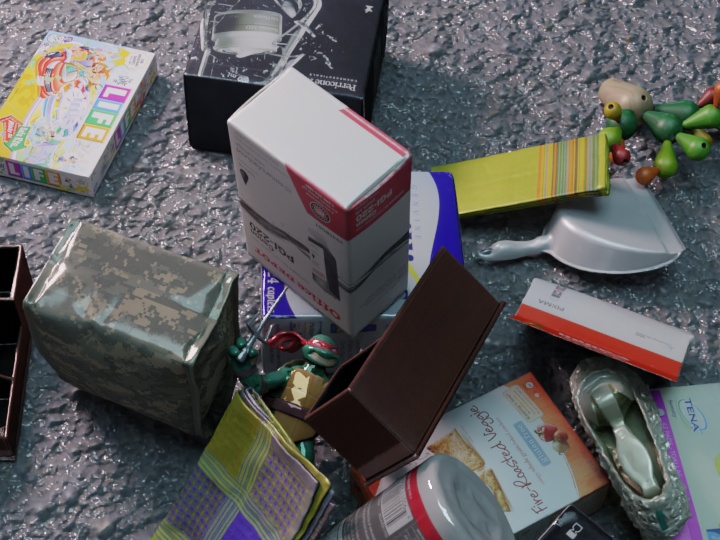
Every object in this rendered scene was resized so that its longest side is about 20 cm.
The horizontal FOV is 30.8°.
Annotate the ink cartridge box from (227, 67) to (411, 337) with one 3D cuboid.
[{"bbox_3d":[-0.033,-0.055,1.149,0.145,0.200,0.085,38,66,23],"label":"ink cartridge box"}]

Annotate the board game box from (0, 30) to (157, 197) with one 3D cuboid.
[{"bbox_3d":[-0.326,-0.180,1.469,0.133,0.034,0.201,13,53,7],"label":"board game box"}]

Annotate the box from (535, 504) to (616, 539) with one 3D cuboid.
[{"bbox_3d":[0.133,0.321,0.997,0.117,0.201,0.196,37,60,24],"label":"box"}]

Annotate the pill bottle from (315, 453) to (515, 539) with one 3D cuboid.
[{"bbox_3d":[0.020,0.246,1.057,0.200,0.110,0.111,-39,53,19],"label":"pill bottle"}]

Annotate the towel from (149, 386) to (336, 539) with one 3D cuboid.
[{"bbox_3d":[-0.106,0.211,1.093,0.023,0.201,0.144,10,28,-49],"label":"towel"}]

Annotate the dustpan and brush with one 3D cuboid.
[{"bbox_3d":[0.221,-0.037,1.375,0.198,0.058,0.140,-1,39,-13],"label":"dustpan and brush"}]

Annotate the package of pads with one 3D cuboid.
[{"bbox_3d":[0.325,0.196,1.184,0.153,0.068,0.201,-4,53,-5],"label":"package of pads"}]

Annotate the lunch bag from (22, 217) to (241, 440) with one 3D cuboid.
[{"bbox_3d":[-0.197,0.065,1.184,0.163,0.200,0.118,19,58,8],"label":"lunch bag"}]

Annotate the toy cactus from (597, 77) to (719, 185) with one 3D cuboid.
[{"bbox_3d":[0.325,-0.174,1.453,0.199,0.103,0.165,-21,40,-21],"label":"toy cactus"}]

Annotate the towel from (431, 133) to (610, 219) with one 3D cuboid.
[{"bbox_3d":[0.167,-0.096,1.389,0.199,0.018,0.086,-10,44,21],"label":"towel"}]

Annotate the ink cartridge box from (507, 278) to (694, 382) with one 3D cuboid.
[{"bbox_3d":[0.229,0.052,1.222,0.162,0.200,0.057,21,88,13],"label":"ink cartridge box"}]

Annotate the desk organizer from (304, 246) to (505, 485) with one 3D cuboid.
[{"bbox_3d":[0.040,0.076,1.099,0.077,0.072,0.200,44,45,-9],"label":"desk organizer"}]

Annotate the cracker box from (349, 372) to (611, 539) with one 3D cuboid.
[{"bbox_3d":[0.107,0.194,1.184,0.199,0.058,0.134,-24,57,-18],"label":"cracker box"}]

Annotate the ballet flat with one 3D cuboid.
[{"bbox_3d":[0.234,0.141,1.152,0.071,0.072,0.201,-12,47,-11],"label":"ballet flat"}]

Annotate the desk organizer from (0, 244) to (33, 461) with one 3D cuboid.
[{"bbox_3d":[-0.358,0.075,1.244,0.071,0.077,0.201,-1,53,-3],"label":"desk organizer"}]

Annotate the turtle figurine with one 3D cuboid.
[{"bbox_3d":[-0.054,0.126,1.170,0.149,0.101,0.201,18,80,5],"label":"turtle figurine"}]

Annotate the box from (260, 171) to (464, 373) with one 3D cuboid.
[{"bbox_3d":[0.000,0.000,1.299,0.198,0.105,0.185,-1,53,-3],"label":"box"}]

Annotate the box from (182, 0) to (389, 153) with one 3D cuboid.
[{"bbox_3d":[-0.079,-0.233,1.466,0.198,0.124,0.198,7,54,4],"label":"box"}]
